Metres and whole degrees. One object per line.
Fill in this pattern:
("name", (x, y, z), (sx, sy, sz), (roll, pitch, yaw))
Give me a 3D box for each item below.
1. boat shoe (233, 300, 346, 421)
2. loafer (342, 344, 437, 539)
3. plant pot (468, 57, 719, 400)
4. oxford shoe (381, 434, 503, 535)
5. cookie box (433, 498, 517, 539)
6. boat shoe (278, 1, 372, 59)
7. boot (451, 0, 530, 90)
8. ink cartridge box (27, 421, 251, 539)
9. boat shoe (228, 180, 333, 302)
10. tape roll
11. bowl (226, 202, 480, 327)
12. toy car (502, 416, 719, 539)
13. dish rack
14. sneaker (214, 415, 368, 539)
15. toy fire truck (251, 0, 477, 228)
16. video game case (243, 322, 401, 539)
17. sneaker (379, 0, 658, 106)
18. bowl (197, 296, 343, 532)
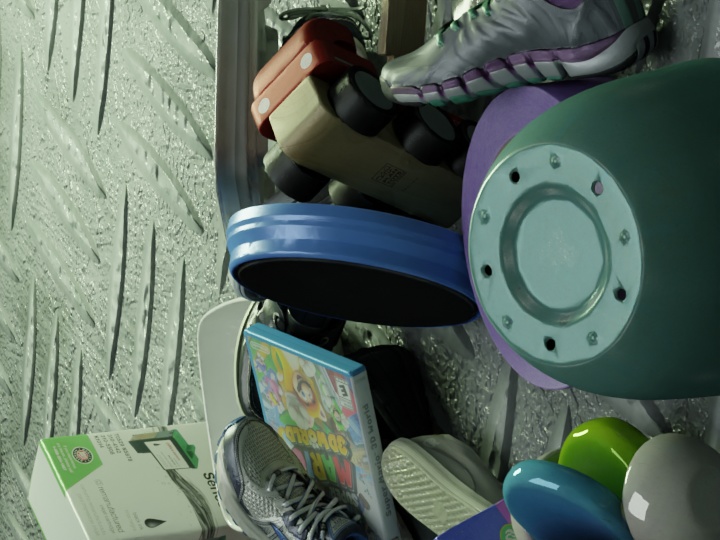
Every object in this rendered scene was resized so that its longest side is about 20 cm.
("boat shoe", (-0.045, 0.032, 1.906), (0.200, 0.074, 0.066), (-64, 10, -3))
("loafer", (0.030, 0.150, 1.850), (0.202, 0.070, 0.068), (69, 152, 26))
("plant pot", (0.157, -0.017, 1.364), (0.200, 0.160, 0.202), (8, 102, 43))
("oxford shoe", (0.096, 0.185, 1.745), (0.200, 0.058, 0.076), (43, 138, 33))
("cookie box", (0.093, 0.279, 1.694), (0.172, 0.075, 0.200), (54, 148, 13))
("boat shoe", (-0.028, -0.173, 1.859), (0.200, 0.074, 0.062), (95, 180, -81))
("boot", (0.109, -0.243, 1.598), (0.200, 0.065, 0.166), (112, 144, -53))
("ink cartridge box", (-0.183, 0.217, 2.169), (0.146, 0.199, 0.085), (56, 140, 42))
("boat shoe", (-0.022, -0.037, 1.827), (0.200, 0.072, 0.071), (-45, 54, 19))
("tape roll", (0.141, -0.025, 1.578), (0.200, 0.065, 0.202), (25, 118, 60))
("bowl", (0.000, 0.000, 1.724), (0.200, 0.199, 0.040), (-20, 58, 64))
("toy car", (0.146, 0.196, 1.510), (0.175, 0.149, 0.202), (-12, 85, 56))
("dish rack", (-0.088, -0.137, 1.850), (0.172, 0.043, 0.201), (91, 180, -72))
("sneaker", (-0.035, 0.195, 1.831), (0.085, 0.077, 0.201), (-22, 101, 50))
("toy fire truck", (0.008, -0.144, 1.721), (0.129, 0.175, 0.201), (-44, 46, 26))
("video game case", (-0.026, 0.148, 1.853), (0.143, 0.018, 0.201), (19, 128, 50))
("sneaker", (0.095, -0.164, 1.549), (0.199, 0.074, 0.088), (-9, 107, 31))
("bowl", (-0.066, 0.120, 2.041), (0.199, 0.074, 0.202), (-15, 83, 64))
